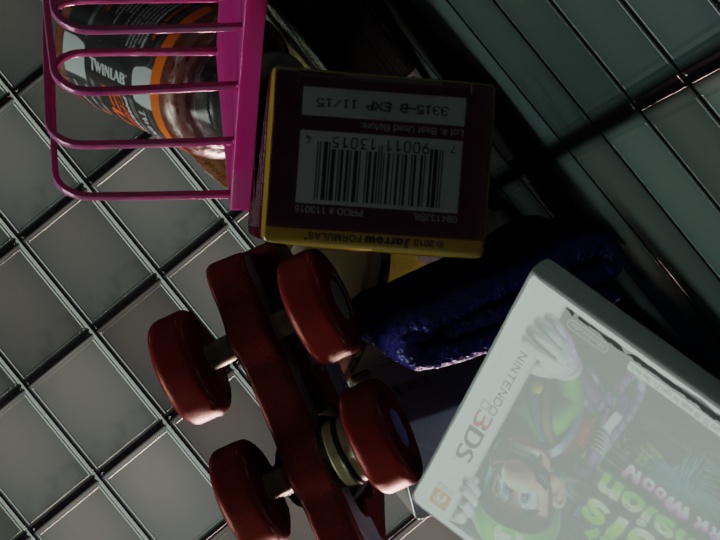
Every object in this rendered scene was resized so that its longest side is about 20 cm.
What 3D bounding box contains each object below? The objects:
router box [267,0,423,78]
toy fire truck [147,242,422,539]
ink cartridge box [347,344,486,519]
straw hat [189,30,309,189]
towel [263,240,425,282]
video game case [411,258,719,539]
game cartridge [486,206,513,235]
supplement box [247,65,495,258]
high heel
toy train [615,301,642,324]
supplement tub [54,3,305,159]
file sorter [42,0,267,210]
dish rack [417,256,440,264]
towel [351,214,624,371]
[{"bbox_3d":[-0.031,-0.175,1.634,0.149,0.051,0.200,49,178,37],"label":"router box"},{"bbox_3d":[-0.031,0.076,1.492,0.200,0.112,0.168,65,-168,4],"label":"toy fire truck"},{"bbox_3d":[0.052,0.078,1.620,0.200,0.116,0.068,-133,26,-66],"label":"ink cartridge box"},{"bbox_3d":[-0.035,-0.134,1.797,0.201,0.201,0.085,50,136,26],"label":"straw hat"},{"bbox_3d":[0.009,0.045,1.763,0.200,0.023,0.144,12,-121,-52],"label":"towel"},{"bbox_3d":[0.140,0.118,1.356,0.200,0.182,0.023,36,-142,14],"label":"video game case"},{"bbox_3d":[0.147,0.055,1.732,0.200,0.041,0.133,52,-175,-19],"label":"game cartridge"},{"bbox_3d":[0.003,-0.064,1.492,0.200,0.131,0.104,-164,78,-84],"label":"supplement box"},{"bbox_3d":[0.000,0.000,1.667,0.143,0.071,0.201,52,-147,-63],"label":"high heel"},{"bbox_3d":[0.168,0.079,1.564,0.200,0.085,0.114,52,166,52],"label":"toy train"},{"bbox_3d":[-0.119,-0.140,1.717,0.200,0.107,0.107,27,160,48],"label":"supplement tub"},{"bbox_3d":[-0.125,-0.152,1.472,0.200,0.125,0.139,98,168,-48],"label":"file sorter"},{"bbox_3d":[0.093,0.015,1.842,0.200,0.043,0.172,56,-170,-4],"label":"dish rack"},{"bbox_3d":[0.074,0.017,1.495,0.050,0.147,0.200,65,174,-7],"label":"towel"}]
